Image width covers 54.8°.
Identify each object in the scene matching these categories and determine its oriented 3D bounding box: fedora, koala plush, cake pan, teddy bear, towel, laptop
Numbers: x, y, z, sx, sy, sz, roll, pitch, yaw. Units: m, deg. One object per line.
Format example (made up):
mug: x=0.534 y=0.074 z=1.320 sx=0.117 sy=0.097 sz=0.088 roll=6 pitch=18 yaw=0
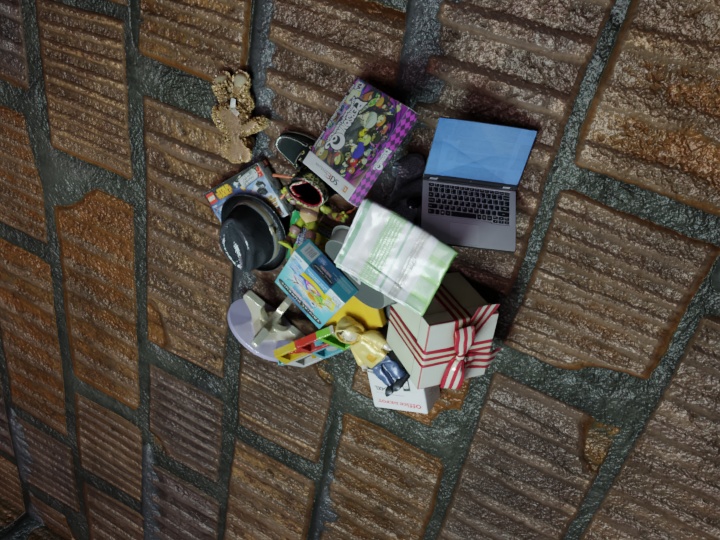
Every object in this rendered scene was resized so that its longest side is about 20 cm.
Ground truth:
fedora: x=-0.265 y=-0.071 z=1.600 sx=0.200 sy=0.092 sz=0.202 roll=15 pitch=125 yaw=22
koala plush: x=0.092 y=-0.094 z=1.363 sx=0.177 sy=0.200 sz=0.184 roll=35 pitch=129 yaw=7
cake pan: x=0.000 y=0.000 z=1.406 sx=0.200 sy=0.037 sz=0.201 roll=41 pitch=157 yaw=22
teddy bear: x=-0.268 y=-0.339 z=1.524 sx=0.144 sy=0.067 sz=0.201 roll=-14 pitch=103 yaw=25
towel: x=0.060 y=-0.024 z=1.272 sx=0.199 sy=0.031 sz=0.150 roll=31 pitch=113 yaw=13
laptop: x=0.214 y=-0.152 z=1.265 sx=0.186 sy=0.201 sz=0.116 roll=6 pitch=164 yaw=-8

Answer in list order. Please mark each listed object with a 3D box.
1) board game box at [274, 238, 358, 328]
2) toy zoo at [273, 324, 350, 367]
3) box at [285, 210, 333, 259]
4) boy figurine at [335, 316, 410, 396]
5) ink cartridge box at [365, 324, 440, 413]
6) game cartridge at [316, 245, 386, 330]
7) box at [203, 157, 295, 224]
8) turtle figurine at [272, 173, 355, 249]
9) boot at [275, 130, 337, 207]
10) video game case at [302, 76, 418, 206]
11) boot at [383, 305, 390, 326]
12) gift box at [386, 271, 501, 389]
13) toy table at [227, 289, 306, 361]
board game box: x=-0.100 y=0.034 z=1.506 sx=0.151 sy=0.047 sz=0.200 roll=46 pitch=153 yaw=2
toy zoo: x=-0.117 y=0.190 z=1.673 sx=0.199 sy=0.131 sz=0.021 roll=-24 pitch=62 yaw=19
box: x=-0.090 y=-0.044 z=1.596 sx=0.199 sy=0.048 sz=0.118 roll=31 pitch=128 yaw=13
boy figurine: x=0.025 y=0.181 z=1.542 sx=0.200 sy=0.064 sz=0.124 roll=49 pitch=136 yaw=-5
ink cartridge box: x=0.095 y=0.224 z=1.621 sx=0.145 sy=0.084 sz=0.201 roll=2 pitch=117 yaw=29
game cartridge: x=-0.037 y=0.038 z=1.557 sx=0.175 sy=0.032 sz=0.201 roll=3 pitch=121 yaw=35
box: x=-0.263 y=-0.163 z=1.630 sx=0.199 sy=0.040 sz=0.137 roll=-20 pitch=107 yaw=37
turtle figurine: x=-0.121 y=-0.123 z=1.530 sx=0.199 sy=0.064 sz=0.162 roll=22 pitch=83 yaw=3
boot: x=-0.118 y=-0.213 z=1.442 sx=0.203 sy=0.154 sz=0.074 roll=34 pitch=124 yaw=9
video game case: x=-0.005 y=-0.244 z=1.301 sx=0.200 sy=0.036 sz=0.181 roll=-55 pitch=46 yaw=10
boot: x=0.084 y=0.026 z=1.531 sx=0.181 sy=0.073 sz=0.201 roll=21 pitch=119 yaw=16
gift box: x=0.181 y=0.117 z=1.423 sx=0.187 sy=0.199 sz=0.185 roll=-125 pitch=29 yaw=-50
toy table: x=-0.226 y=0.131 z=1.704 sx=0.199 sy=0.184 sz=0.117 roll=29 pitch=146 yaw=-11
